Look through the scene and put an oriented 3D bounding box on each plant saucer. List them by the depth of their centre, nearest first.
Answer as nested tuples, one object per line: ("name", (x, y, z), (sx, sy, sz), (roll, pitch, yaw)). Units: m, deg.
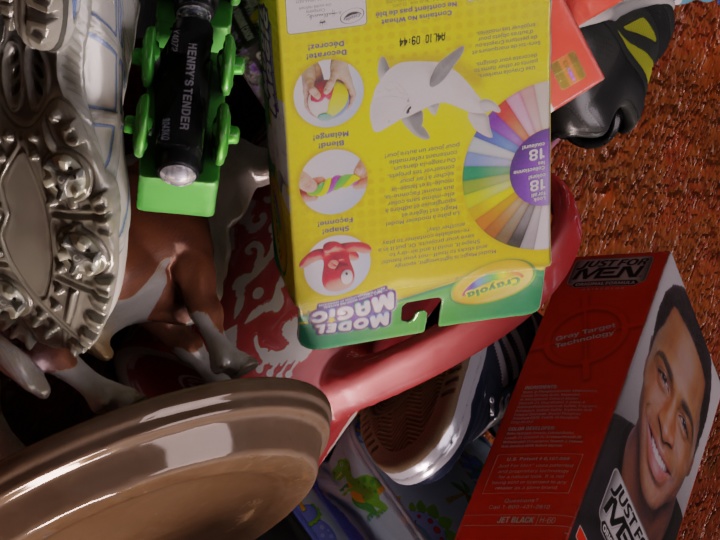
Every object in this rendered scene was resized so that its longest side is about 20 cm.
("plant saucer", (-0.100, 0.104, 0.894), (0.200, 0.200, 0.030), (17, 45, -63))

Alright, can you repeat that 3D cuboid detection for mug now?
("mug", (-0.009, -0.008, 1.013), (0.133, 0.177, 0.200), (45, 63, -21))

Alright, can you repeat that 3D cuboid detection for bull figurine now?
("bull figurine", (-0.102, 0.005, 0.898), (0.199, 0.122, 0.065), (-20, 162, -41))

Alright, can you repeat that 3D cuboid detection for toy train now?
("toy train", (-0.061, -0.110, 0.810), (0.056, 0.041, 0.201), (104, -9, -58))

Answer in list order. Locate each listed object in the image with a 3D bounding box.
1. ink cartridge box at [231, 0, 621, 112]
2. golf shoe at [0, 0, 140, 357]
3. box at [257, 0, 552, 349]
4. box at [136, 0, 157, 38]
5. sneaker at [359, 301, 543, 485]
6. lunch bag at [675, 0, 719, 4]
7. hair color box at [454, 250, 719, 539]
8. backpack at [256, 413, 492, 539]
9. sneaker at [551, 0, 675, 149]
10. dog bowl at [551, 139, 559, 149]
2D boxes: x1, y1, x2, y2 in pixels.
("ink cartridge box", (0.049, -0.114, 0.926), (0.199, 0.050, 0.109), (-31, 124, 3))
("golf shoe", (-0.105, -0.067, 0.789), (0.097, 0.078, 0.201), (-44, 141, -51))
("box", (0.020, -0.066, 0.887), (0.117, 0.048, 0.201), (-8, 117, -12))
("box", (-0.105, -0.173, 0.861), (0.200, 0.048, 0.159), (-24, 125, -57))
("sneaker", (0.062, 0.064, 1.080), (0.109, 0.070, 0.200), (48, 24, -20))
("lunch bag", (0.183, -0.259, 1.255), (0.201, 0.082, 0.161), (-81, 163, -49))
("hair color box", (0.115, 0.094, 1.043), (0.102, 0.061, 0.200), (63, 36, -35))
("backpack", (0.027, 0.167, 1.123), (0.147, 0.183, 0.200), (-42, 165, 19))
("sneaker", (0.113, -0.105, 1.090), (0.200, 0.074, 0.085), (-16, 100, -66))
("dog bowl", (0.072, -0.143, 1.184), (0.200, 0.073, 0.201), (-39, 137, -49))
